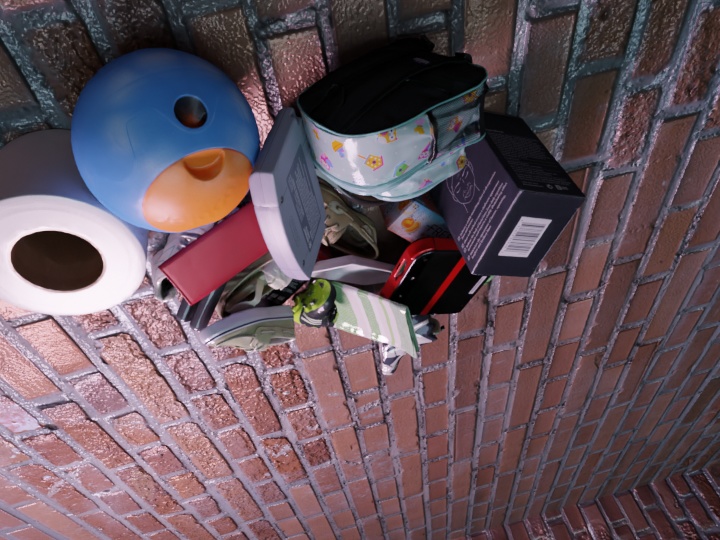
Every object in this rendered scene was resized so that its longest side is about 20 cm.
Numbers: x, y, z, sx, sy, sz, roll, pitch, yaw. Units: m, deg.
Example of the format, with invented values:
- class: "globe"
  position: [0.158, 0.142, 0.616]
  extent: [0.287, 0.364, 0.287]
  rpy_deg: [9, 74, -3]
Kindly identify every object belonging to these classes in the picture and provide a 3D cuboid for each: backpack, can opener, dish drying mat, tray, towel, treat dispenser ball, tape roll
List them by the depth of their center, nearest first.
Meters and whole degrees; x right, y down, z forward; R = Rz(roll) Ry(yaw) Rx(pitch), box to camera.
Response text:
- class: "treat dispenser ball"
  position: [-0.215, -0.144, 0.601]
  extent: [0.200, 0.201, 0.201]
  rpy_deg: [-9, 137, -9]
- class: "backpack"
  position: [0.031, -0.176, 0.640]
  extent: [0.199, 0.176, 0.154]
  rpy_deg: [-27, 140, -24]
- class: "tape roll"
  position: [-0.379, -0.058, 0.684]
  extent: [0.202, 0.140, 0.203]
  rpy_deg: [-10, 138, -9]
- class: "dish drying mat"
  position: [-0.178, -0.038, 0.747]
  extent: [0.200, 0.018, 0.077]
  rpy_deg: [-37, 125, -11]
- class: "can opener"
  position: [-0.211, -0.004, 0.792]
  extent: [0.201, 0.052, 0.066]
  rpy_deg: [-63, 167, 8]
- class: "tray"
  position: [0.000, 0.000, 0.888]
  extent: [0.107, 0.022, 0.200]
  rpy_deg: [-11, 168, 31]
- class: "towel"
  position: [0.006, 0.081, 0.941]
  extent: [0.199, 0.023, 0.153]
  rpy_deg: [18, 148, 29]

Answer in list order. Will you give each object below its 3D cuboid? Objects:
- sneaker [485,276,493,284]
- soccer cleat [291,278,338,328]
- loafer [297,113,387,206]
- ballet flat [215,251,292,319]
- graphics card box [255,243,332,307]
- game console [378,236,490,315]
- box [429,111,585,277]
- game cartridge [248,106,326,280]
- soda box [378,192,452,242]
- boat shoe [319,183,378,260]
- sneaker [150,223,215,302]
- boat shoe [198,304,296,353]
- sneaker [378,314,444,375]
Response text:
- class: "sneaker"
  position: [0.198, 0.007, 0.983]
  extent: [0.199, 0.074, 0.084]
  rpy_deg: [-26, 133, 9]
- class: "soccer cleat"
  position: [-0.067, 0.063, 0.907]
  extent: [0.081, 0.068, 0.200]
  rpy_deg: [27, 161, -13]
- class: "loafer"
  position: [-0.024, -0.154, 0.743]
  extent: [0.199, 0.073, 0.071]
  rpy_deg: [21, 127, -34]
- class: "ballet flat"
  position: [-0.148, 0.016, 0.814]
  extent: [0.200, 0.070, 0.069]
  rpy_deg: [-33, 135, 17]
- class: "graphics card box"
  position: [-0.160, 0.003, 0.881]
  extent: [0.125, 0.051, 0.200]
  rpy_deg: [27, 121, -38]
- class: "game console"
  position: [0.133, 0.015, 0.892]
  extent: [0.176, 0.031, 0.200]
  rpy_deg: [-1, 145, -22]
- class: "box"
  position: [0.198, -0.113, 0.765]
  extent: [0.107, 0.201, 0.149]
  rpy_deg: [2, 135, -21]
- class: "game cartridge"
  position: [-0.087, -0.084, 0.672]
  extent: [0.040, 0.134, 0.200]
  rpy_deg: [2, 143, 10]
- class: "soda box"
  position: [0.126, -0.073, 0.884]
  extent: [0.200, 0.064, 0.068]
  rpy_deg: [25, 123, -37]
- class: "boat shoe"
  position: [-0.045, -0.075, 0.826]
  extent: [0.199, 0.065, 0.071]
  rpy_deg: [24, 124, -36]
- class: "sneaker"
  position: [-0.259, -0.030, 0.796]
  extent: [0.070, 0.080, 0.200]
  rpy_deg: [18, 126, -30]
- class: "boat shoe"
  position: [-0.164, 0.096, 0.831]
  extent: [0.072, 0.062, 0.200]
  rpy_deg: [-28, 170, 29]
- class: "sneaker"
  position: [0.106, 0.142, 1.088]
  extent: [0.129, 0.080, 0.200]
  rpy_deg: [-2, 126, -4]
